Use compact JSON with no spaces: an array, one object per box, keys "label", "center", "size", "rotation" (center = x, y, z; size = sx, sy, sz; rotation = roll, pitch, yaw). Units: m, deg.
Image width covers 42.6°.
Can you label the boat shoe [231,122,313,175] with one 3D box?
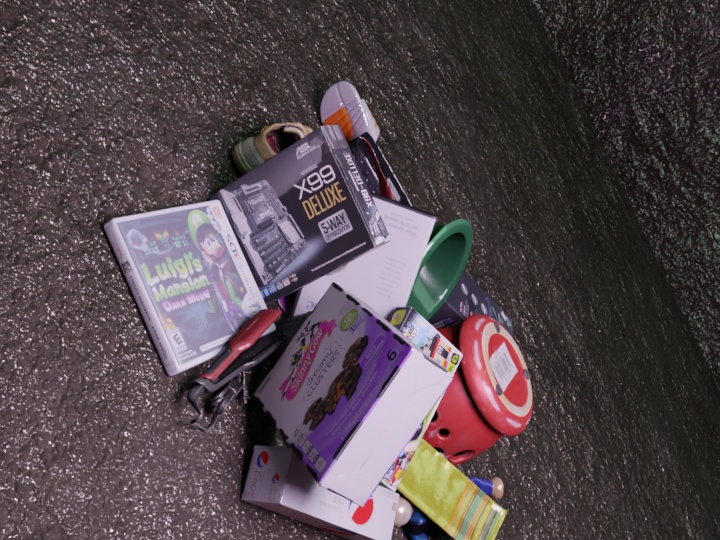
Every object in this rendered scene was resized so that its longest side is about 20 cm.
[{"label":"boat shoe","center":[-0.106,-0.178,1.331],"size":[0.075,0.066,0.200],"rotation":[61,29,-5]}]

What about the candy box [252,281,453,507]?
[{"label":"candy box","center":[-0.015,0.128,1.014],"size":[0.071,0.169,0.200],"rotation":[34,1,-33]}]

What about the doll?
[{"label":"doll","center":[0.111,0.320,1.272],"size":[0.198,0.048,0.139],"rotation":[3,89,-36]}]

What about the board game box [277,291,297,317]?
[{"label":"board game box","center":[-0.061,-0.003,1.293],"size":[0.157,0.039,0.202],"rotation":[20,51,-51]}]

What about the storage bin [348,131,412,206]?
[{"label":"storage bin","center":[0.016,-0.097,1.409],"size":[0.201,0.093,0.135],"rotation":[60,15,-8]}]

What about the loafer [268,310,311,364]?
[{"label":"loafer","center":[-0.060,0.147,1.147],"size":[0.072,0.072,0.202],"rotation":[12,58,-55]}]

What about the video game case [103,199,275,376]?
[{"label":"video game case","center":[-0.194,0.012,1.087],"size":[0.199,0.023,0.184],"rotation":[-20,85,-60]}]

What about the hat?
[{"label":"hat","center":[0.048,-0.044,1.315],"size":[0.175,0.202,0.165],"rotation":[32,6,25]}]

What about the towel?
[{"label":"towel","center":[0.111,0.297,1.239],"size":[0.200,0.018,0.086],"rotation":[43,50,-12]}]

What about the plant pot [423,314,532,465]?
[{"label":"plant pot","center":[0.141,0.177,1.342],"size":[0.200,0.181,0.202],"rotation":[37,41,-40]}]

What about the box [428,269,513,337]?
[{"label":"box","center":[0.144,0.086,1.472],"size":[0.200,0.121,0.107],"rotation":[43,36,-33]}]

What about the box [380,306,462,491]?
[{"label":"box","center":[0.044,0.159,1.157],"size":[0.110,0.035,0.201],"rotation":[41,65,-27]}]

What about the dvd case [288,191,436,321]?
[{"label":"dvd case","center":[0.000,0.000,1.193],"size":[0.141,0.202,0.018],"rotation":[19,14,1]}]

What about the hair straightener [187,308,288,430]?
[{"label":"hair straightener","center":[-0.137,0.122,1.054],"size":[0.200,0.040,0.078],"rotation":[-53,133,-56]}]

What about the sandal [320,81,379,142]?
[{"label":"sandal","center":[-0.001,-0.211,1.526],"size":[0.209,0.078,0.059],"rotation":[67,27,-12]}]

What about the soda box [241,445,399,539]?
[{"label":"soda box","center":[-0.042,0.264,1.076],"size":[0.199,0.068,0.064],"rotation":[33,61,-42]}]

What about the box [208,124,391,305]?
[{"label":"box","center":[-0.078,-0.065,1.153],"size":[0.050,0.199,0.159],"rotation":[-21,86,-60]}]
